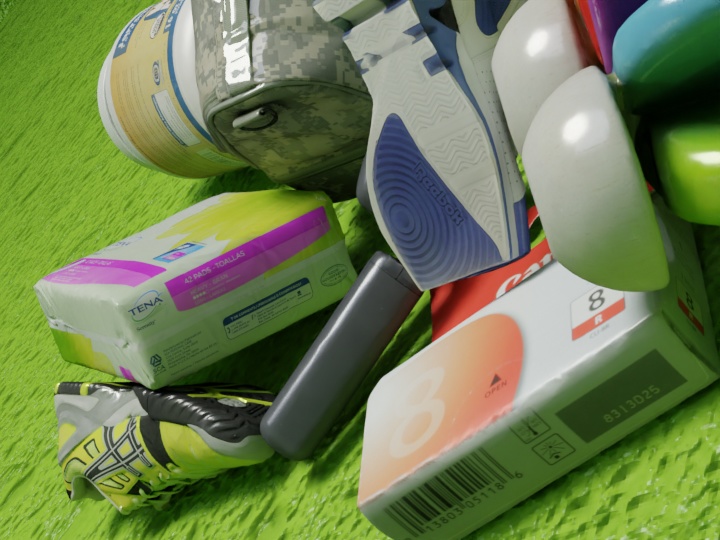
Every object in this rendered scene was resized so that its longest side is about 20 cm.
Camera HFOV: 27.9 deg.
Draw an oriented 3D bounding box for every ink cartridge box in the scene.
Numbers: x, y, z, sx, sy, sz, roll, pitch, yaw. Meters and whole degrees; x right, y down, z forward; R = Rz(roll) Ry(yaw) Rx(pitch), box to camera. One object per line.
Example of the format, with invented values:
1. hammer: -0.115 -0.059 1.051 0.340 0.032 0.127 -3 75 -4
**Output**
1. ink cartridge box: 0.075 0.012 0.656 0.162 0.050 0.201 -37 28 27

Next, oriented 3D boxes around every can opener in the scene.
1. can opener: 0.000 0.000 0.756 0.201 0.067 0.053 -55 0 0

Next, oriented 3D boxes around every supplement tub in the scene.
1. supplement tub: -0.113 -0.149 1.132 0.199 0.144 0.145 -7 46 58

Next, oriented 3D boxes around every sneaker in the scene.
1. sneaker: 0.049 -0.102 0.672 0.080 0.201 0.115 -15 6 46
2. sneaker: -0.112 0.104 0.852 0.199 0.075 0.077 -3 85 51

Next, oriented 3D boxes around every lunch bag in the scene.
1. lunch bag: -0.032 -0.159 0.861 0.138 0.167 0.202 -16 70 27

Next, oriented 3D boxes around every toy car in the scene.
1. toy car: 0.133 -0.098 0.539 0.173 0.151 0.201 -17 29 7

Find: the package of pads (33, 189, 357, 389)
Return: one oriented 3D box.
1. package of pads: -0.104 0.006 0.904 0.154 0.069 0.200 -27 14 -23
